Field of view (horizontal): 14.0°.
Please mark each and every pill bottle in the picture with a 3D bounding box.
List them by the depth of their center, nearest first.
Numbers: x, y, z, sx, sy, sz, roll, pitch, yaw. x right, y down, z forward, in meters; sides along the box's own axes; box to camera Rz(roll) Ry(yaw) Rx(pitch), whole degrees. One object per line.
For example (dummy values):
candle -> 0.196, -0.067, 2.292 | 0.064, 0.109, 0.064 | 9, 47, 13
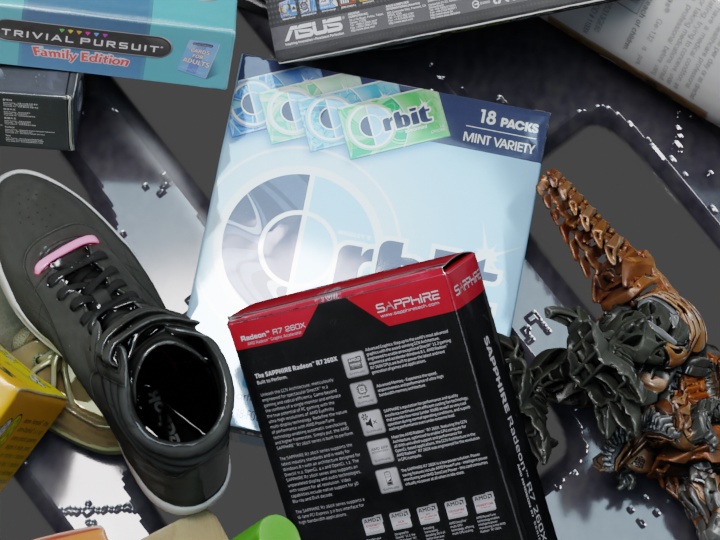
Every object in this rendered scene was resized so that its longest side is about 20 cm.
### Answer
pill bottle -> 0.196, -0.139, 1.548 | 0.199, 0.114, 0.115 | 32, 77, 7

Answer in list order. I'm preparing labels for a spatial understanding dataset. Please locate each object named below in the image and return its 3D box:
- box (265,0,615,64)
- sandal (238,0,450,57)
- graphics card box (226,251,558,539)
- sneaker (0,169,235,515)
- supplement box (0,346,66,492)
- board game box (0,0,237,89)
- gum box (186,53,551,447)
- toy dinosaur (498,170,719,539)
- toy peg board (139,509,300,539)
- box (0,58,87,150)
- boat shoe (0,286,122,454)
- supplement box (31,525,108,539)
box -> 0.039, -0.202, 1.505 | 0.199, 0.044, 0.161 | -10, 92, 23
sandal -> -0.033, -0.166, 1.586 | 0.199, 0.043, 0.077 | 12, 75, 2
graphics card box -> 0.022, 0.100, 1.457 | 0.125, 0.051, 0.201 | -14, 97, 23
sneaker -> -0.120, 0.022, 1.457 | 0.070, 0.099, 0.201 | -29, 79, -19
supplement box -> -0.256, 0.108, 1.455 | 0.109, 0.110, 0.200 | 37, 90, 8
board game box -> -0.137, -0.192, 1.533 | 0.150, 0.047, 0.201 | 6, 51, -7
gum box -> 0.000, 0.000, 1.543 | 0.169, 0.045, 0.201 | 10, 76, 1
toy dinosaur -> 0.136, 0.051, 1.505 | 0.135, 0.102, 0.200 | -18, 60, -44
toy peg board -> -0.077, 0.223, 1.398 | 0.199, 0.098, 0.201 | -24, 81, -44
box -> -0.239, -0.143, 1.546 | 0.199, 0.044, 0.161 | 5, 51, 0
boat shoe -> -0.178, 0.013, 1.526 | 0.073, 0.063, 0.201 | -37, 79, -10
supplement box -> -0.133, 0.234, 1.460 | 0.069, 0.066, 0.201 | -8, 72, -41
